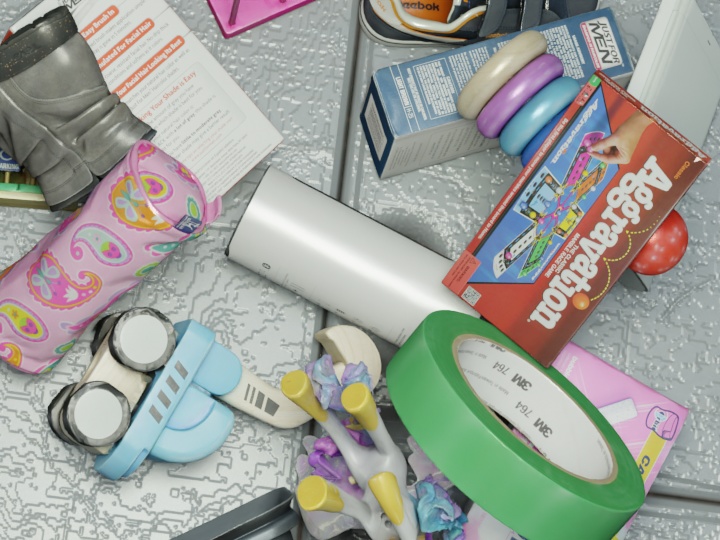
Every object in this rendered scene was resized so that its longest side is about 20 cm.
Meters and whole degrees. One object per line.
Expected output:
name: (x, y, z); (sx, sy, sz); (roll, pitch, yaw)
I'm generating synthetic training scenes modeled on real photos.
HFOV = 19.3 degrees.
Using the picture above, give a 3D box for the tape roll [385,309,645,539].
tape roll: (0.109, 0.113, 1.494); (0.200, 0.200, 0.048); (39, 109, 2)

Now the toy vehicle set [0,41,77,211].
toy vehicle set: (-0.312, -0.116, 1.639); (0.198, 0.027, 0.125); (4, 77, -7)

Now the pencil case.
pencil case: (-0.193, -0.008, 1.551); (0.200, 0.087, 0.088); (-39, 83, 26)

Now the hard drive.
hard drive: (0.232, -0.100, 1.661); (0.026, 0.132, 0.201); (14, 73, 30)

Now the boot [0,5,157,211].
boot: (-0.259, -0.096, 1.569); (0.199, 0.070, 0.132); (-24, 107, 28)

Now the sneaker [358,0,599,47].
sneaker: (0.102, -0.216, 1.692); (0.198, 0.079, 0.079); (-7, 78, -11)

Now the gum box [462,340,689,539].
gum box: (0.151, 0.168, 1.618); (0.113, 0.066, 0.201); (30, 76, 1)

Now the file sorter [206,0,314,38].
file sorter: (-0.042, -0.300, 1.665); (0.199, 0.125, 0.140); (-25, 82, -12)

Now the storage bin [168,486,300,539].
storage bin: (-0.112, 0.262, 1.529); (0.199, 0.146, 0.135); (-26, 92, -8)

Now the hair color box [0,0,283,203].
hair color box: (-0.168, -0.136, 1.625); (0.111, 0.064, 0.200); (-43, 96, -20)

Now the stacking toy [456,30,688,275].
stacking toy: (0.164, -0.079, 1.556); (0.085, 0.085, 0.200); (-41, 83, -14)

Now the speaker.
speaker: (0.000, 0.000, 1.628); (0.199, 0.081, 0.082); (27, 75, -1)

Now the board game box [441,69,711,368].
board game box: (0.153, -0.035, 1.523); (0.103, 0.019, 0.200); (38, 116, 6)

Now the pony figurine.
pony figurine: (0.014, 0.150, 1.522); (0.166, 0.200, 0.194); (-24, 44, 12)

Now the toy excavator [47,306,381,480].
toy excavator: (-0.108, 0.092, 1.597); (0.199, 0.100, 0.195); (34, 76, -13)

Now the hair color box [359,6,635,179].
hair color box: (0.105, -0.138, 1.662); (0.199, 0.100, 0.061); (-15, 77, -11)
